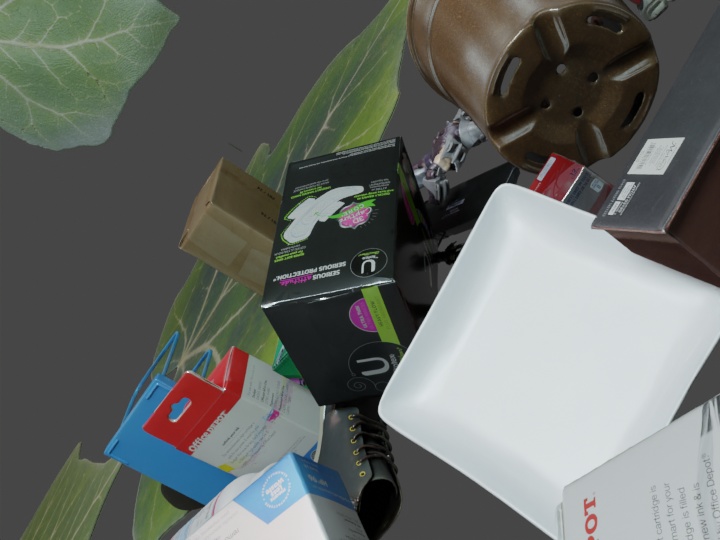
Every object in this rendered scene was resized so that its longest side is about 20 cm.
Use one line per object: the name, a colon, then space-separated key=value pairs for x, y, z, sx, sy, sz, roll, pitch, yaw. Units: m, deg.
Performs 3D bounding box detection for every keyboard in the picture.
keyboard: x=0.101 y=-0.048 z=0.929 sx=0.128 sy=0.020 sz=0.200 roll=-62 pitch=17 yaw=-21

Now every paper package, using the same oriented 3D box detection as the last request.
paper package: x=-0.186 y=-0.067 z=1.425 sx=0.104 sy=0.199 sz=0.191 roll=-50 pitch=20 yaw=24

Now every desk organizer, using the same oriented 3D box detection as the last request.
desk organizer: x=0.237 y=-0.089 z=0.521 sx=0.201 sy=0.077 sz=0.072 roll=-58 pitch=19 yaw=-6

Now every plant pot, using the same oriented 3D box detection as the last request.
plant pot: x=0.158 y=-0.196 z=0.758 sx=0.201 sy=0.199 sz=0.199 roll=-52 pitch=29 yaw=23

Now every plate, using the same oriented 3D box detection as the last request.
plate: x=0.129 y=0.058 z=0.573 sx=0.199 sy=0.032 sz=0.201 roll=27 pitch=87 yaw=41

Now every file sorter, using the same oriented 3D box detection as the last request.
file sorter: x=-0.186 y=0.191 z=1.056 sx=0.139 sy=0.199 sz=0.123 roll=-50 pitch=17 yaw=26

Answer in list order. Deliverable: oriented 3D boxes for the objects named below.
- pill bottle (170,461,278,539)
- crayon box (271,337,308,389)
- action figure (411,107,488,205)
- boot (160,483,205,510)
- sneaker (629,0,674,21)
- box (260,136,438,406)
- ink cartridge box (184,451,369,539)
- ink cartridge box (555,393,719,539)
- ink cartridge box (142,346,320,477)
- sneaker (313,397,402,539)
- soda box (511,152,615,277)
pill bottle: x=-0.122 y=0.283 z=0.886 sx=0.200 sy=0.108 sz=0.109 roll=-45 pitch=24 yaw=37
crayon box: x=-0.022 y=0.050 z=0.950 sx=0.058 sy=0.118 sz=0.201 roll=-45 pitch=23 yaw=36
action figure: x=0.079 y=-0.118 z=0.988 sx=0.199 sy=0.070 sz=0.130 roll=-32 pitch=12 yaw=38
boot: x=-0.221 y=0.284 z=1.236 sx=0.200 sy=0.074 sz=0.076 roll=-44 pitch=6 yaw=31
sneaker: x=0.264 y=-0.324 z=0.799 sx=0.077 sy=0.084 sz=0.201 roll=-43 pitch=25 yaw=39
box: x=0.000 y=0.000 z=0.800 sx=0.123 sy=0.149 sz=0.201 roll=-11 pitch=42 yaw=16
ink cartridge box: x=-0.037 y=0.245 z=0.579 sx=0.116 sy=0.068 sz=0.201 roll=-41 pitch=48 yaw=11
ink cartridge box: x=0.184 y=0.128 z=0.353 sx=0.200 sy=0.085 sz=0.147 roll=-47 pitch=22 yaw=38
ink cartridge box: x=-0.120 y=0.162 z=0.913 sx=0.116 sy=0.199 sz=0.068 roll=-48 pitch=22 yaw=31
sneaker: x=0.009 y=0.162 z=0.798 sx=0.106 sy=0.074 sz=0.202 roll=-19 pitch=53 yaw=56
soda box: x=0.134 y=0.012 z=0.673 sx=0.201 sy=0.070 sz=0.063 roll=-57 pitch=19 yaw=9
